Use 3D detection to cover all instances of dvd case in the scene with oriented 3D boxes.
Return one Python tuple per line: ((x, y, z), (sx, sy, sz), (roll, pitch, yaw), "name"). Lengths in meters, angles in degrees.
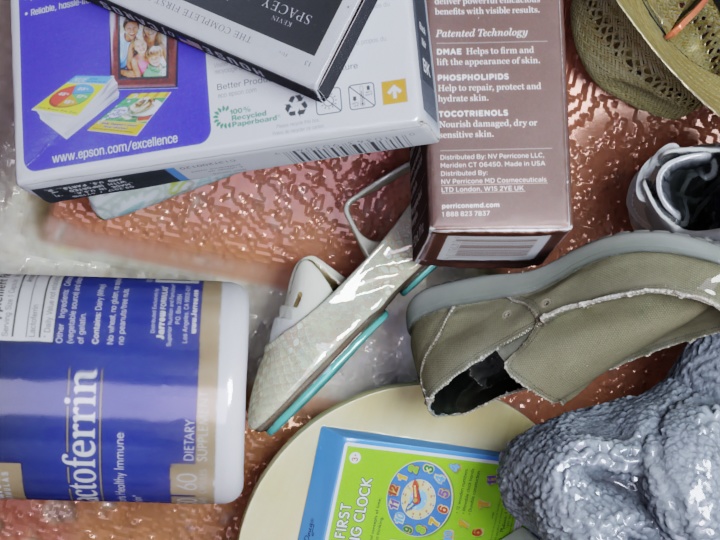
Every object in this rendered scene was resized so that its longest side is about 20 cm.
((-0.036, -0.194, 0.837), (0.150, 0.025, 0.201), (25, 83, 19), "dvd case")

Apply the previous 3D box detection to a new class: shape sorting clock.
((0.029, 0.158, 1.007), (0.199, 0.039, 0.201), (-4, 104, -15), "shape sorting clock")

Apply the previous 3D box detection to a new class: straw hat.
((0.157, -0.129, 0.940), (0.201, 0.201, 0.085), (44, 133, -9), "straw hat")

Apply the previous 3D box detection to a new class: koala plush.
((0.190, 0.085, 0.933), (0.183, 0.177, 0.200), (36, 90, 7), "koala plush")

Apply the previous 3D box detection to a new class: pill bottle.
((-0.158, 0.060, 0.941), (0.199, 0.116, 0.117), (2, 99, -3), "pill bottle")

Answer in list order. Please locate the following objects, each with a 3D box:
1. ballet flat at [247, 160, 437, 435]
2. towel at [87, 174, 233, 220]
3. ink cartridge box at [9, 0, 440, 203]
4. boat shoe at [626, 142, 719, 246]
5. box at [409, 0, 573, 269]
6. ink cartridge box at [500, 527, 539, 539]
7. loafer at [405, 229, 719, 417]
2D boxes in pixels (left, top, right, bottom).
((0.000, 0.000, 0.972), (0.200, 0.067, 0.062), (-44, 90, -6), "ballet flat")
((-0.091, -0.147, 0.947), (0.170, 0.048, 0.201), (-19, 100, 3), "towel")
((-0.069, -0.144, 0.867), (0.197, 0.043, 0.201), (-8, 76, 12), "ink cartridge box")
((0.173, -0.034, 0.900), (0.068, 0.200, 0.072), (27, 95, -20), "boat shoe")
((0.060, -0.108, 0.906), (0.074, 0.100, 0.201), (0, 80, -2), "box")
((0.071, 0.225, 0.908), (0.145, 0.200, 0.084), (-30, 106, -7), "ink cartridge box")
((0.107, 0.035, 0.895), (0.075, 0.199, 0.070), (30, 57, -40), "loafer")
